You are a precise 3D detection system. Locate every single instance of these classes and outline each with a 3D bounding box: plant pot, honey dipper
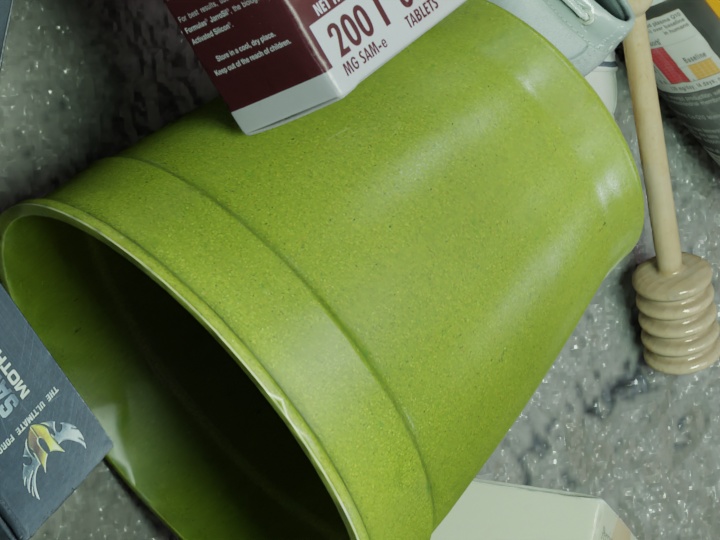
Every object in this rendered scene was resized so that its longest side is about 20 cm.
[{"bbox_3d":[0.000,0.000,1.052,0.193,0.200,0.201,-40,112,-23],"label":"plant pot"},{"bbox_3d":[0.134,-0.045,1.244,0.038,0.038,0.201,-35,128,-34],"label":"honey dipper"}]

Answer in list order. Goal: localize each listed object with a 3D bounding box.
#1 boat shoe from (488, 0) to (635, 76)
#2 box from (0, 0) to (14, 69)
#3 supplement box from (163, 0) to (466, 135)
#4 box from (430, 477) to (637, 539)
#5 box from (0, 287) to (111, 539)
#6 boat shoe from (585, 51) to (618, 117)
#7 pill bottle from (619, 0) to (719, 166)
[{"bbox_3d":[0.045,-0.167,1.139,0.201,0.071,0.070,58,29,3],"label":"boat shoe"},{"bbox_3d":[-0.218,-0.164,0.956,0.199,0.117,0.198,17,78,-36],"label":"box"},{"bbox_3d":[-0.042,-0.162,0.971,0.109,0.061,0.201,-40,104,-39],"label":"supplement box"},{"bbox_3d":[0.049,0.188,1.093,0.095,0.077,0.201,44,55,-68],"label":"box"},{"bbox_3d":[-0.192,0.016,0.906,0.051,0.200,0.158,-48,117,-32],"label":"box"},{"bbox_3d":[0.036,-0.066,1.189,0.199,0.072,0.066,-8,88,-47],"label":"boat shoe"},{"bbox_3d":[0.168,-0.132,1.264,0.200,0.116,0.117,47,62,-28],"label":"pill bottle"}]
